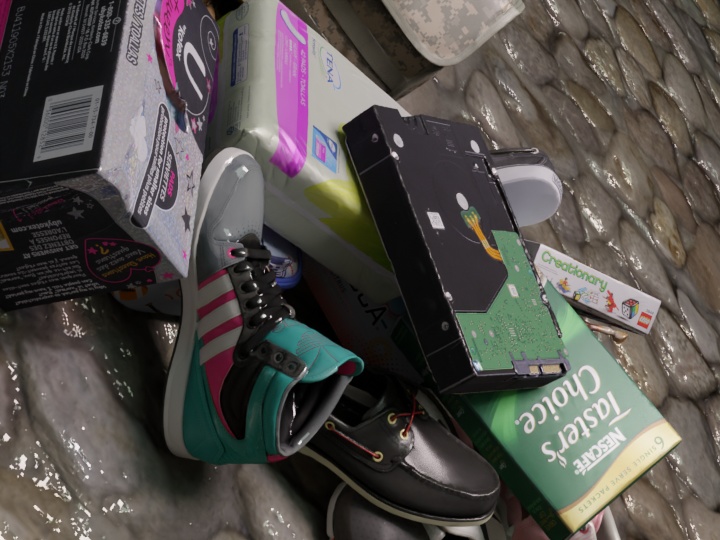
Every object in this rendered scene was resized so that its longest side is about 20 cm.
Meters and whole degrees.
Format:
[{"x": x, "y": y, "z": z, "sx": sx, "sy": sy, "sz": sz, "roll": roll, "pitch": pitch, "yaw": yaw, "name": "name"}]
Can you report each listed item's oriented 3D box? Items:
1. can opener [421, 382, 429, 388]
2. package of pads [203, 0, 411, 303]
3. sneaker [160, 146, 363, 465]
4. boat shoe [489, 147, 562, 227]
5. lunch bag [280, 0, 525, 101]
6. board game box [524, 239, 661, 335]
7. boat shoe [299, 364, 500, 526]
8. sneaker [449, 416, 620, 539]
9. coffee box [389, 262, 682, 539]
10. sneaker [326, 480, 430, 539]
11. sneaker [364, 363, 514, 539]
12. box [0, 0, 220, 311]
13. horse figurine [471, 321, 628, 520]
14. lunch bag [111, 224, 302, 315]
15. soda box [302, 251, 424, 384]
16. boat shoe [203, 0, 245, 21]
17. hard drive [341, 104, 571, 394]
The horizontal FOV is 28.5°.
[{"x": 0.056, "y": 0.005, "z": 1.203, "sx": 0.078, "sy": 0.063, "sz": 0.202, "roll": 13, "pitch": 53, "yaw": -49, "name": "can opener"}, {"x": -0.029, "y": -0.088, "z": 1.016, "sx": 0.200, "sy": 0.068, "sz": 0.155, "roll": 37, "pitch": 36, "yaw": -35, "name": "package of pads"}, {"x": -0.055, "y": 0.030, "z": 0.877, "sx": 0.083, "sy": 0.120, "sz": 0.202, "roll": -10, "pitch": 108, "yaw": -61, "name": "sneaker"}, {"x": 0.067, "y": -0.070, "z": 1.182, "sx": 0.067, "sy": 0.198, "sz": 0.070, "roll": -89, "pitch": 168, "yaw": -50, "name": "boat shoe"}, {"x": 0.024, "y": -0.243, "z": 1.246, "sx": 0.165, "sy": 0.199, "sz": 0.118, "roll": 53, "pitch": 31, "yaw": -9, "name": "lunch bag"}, {"x": 0.153, "y": 0.004, "z": 1.226, "sx": 0.125, "sy": 0.035, "sz": 0.200, "roll": 24, "pitch": -1, "yaw": -22, "name": "board game box"}, {"x": 0.010, "y": 0.108, "z": 0.971, "sx": 0.200, "sy": 0.063, "sz": 0.074, "roll": 30, "pitch": 37, "yaw": 2, "name": "boat shoe"}, {"x": 0.132, "y": 0.177, "z": 1.120, "sx": 0.201, "sy": 0.104, "sz": 0.075, "roll": 51, "pitch": 33, "yaw": -8, "name": "sneaker"}, {"x": 0.129, "y": 0.087, "z": 1.047, "sx": 0.122, "sy": 0.044, "sz": 0.201, "roll": -32, "pitch": 76, "yaw": -24, "name": "coffee box"}, {"x": 0.040, "y": 0.223, "z": 0.944, "sx": 0.076, "sy": 0.082, "sz": 0.201, "roll": -13, "pitch": 71, "yaw": -24, "name": "sneaker"}, {"x": 0.042, "y": 0.157, "z": 1.036, "sx": 0.200, "sy": 0.074, "sz": 0.089, "roll": 49, "pitch": 30, "yaw": -14, "name": "sneaker"}, {"x": -0.169, "y": -0.095, "z": 0.855, "sx": 0.115, "sy": 0.131, "sz": 0.202, "roll": 57, "pitch": 29, "yaw": -52, "name": "box"}, {"x": 0.130, "y": 0.089, "z": 1.107, "sx": 0.131, "sy": 0.050, "sz": 0.201, "roll": 22, "pitch": 54, "yaw": 0, "name": "horse figurine"}, {"x": -0.126, "y": -0.059, "z": 0.993, "sx": 0.160, "sy": 0.075, "sz": 0.202, "roll": 12, "pitch": 52, "yaw": -47, "name": "lunch bag"}, {"x": 0.000, "y": 0.000, "z": 1.117, "sx": 0.201, "sy": 0.068, "sz": 0.064, "roll": 60, "pitch": 22, "yaw": 3, "name": "soda box"}, {"x": -0.109, "y": -0.196, "z": 1.146, "sx": 0.074, "sy": 0.062, "sz": 0.200, "roll": 57, "pitch": 30, "yaw": 0, "name": "boat shoe"}, {"x": 0.069, "y": -0.013, "z": 0.990, "sx": 0.139, "sy": 0.038, "sz": 0.202, "roll": 1, "pitch": 63, "yaw": -53, "name": "hard drive"}]
